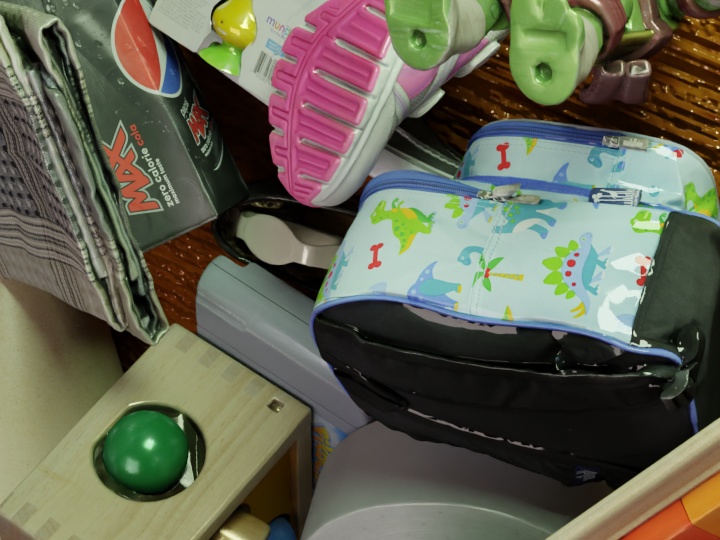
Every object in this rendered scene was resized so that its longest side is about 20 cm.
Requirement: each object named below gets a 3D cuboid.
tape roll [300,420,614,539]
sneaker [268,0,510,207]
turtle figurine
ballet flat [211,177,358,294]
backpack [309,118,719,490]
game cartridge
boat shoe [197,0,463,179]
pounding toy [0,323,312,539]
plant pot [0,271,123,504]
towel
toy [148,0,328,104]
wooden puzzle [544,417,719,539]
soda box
[{"bbox_3d":[0.065,0.165,1.332,0.199,0.066,0.201,10,139,9],"label":"tape roll"},{"bbox_3d":[0.029,-0.116,1.205,0.081,0.088,0.201,43,107,46],"label":"sneaker"},{"bbox_3d":[0.106,-0.159,1.096,0.144,0.194,0.200,47,130,9],"label":"turtle figurine"},{"bbox_3d":[0.000,0.000,1.338,0.199,0.068,0.068,17,102,29],"label":"ballet flat"},{"bbox_3d":[0.087,0.017,1.205,0.199,0.148,0.183,8,152,19],"label":"backpack"},{"bbox_3d":[-0.033,0.086,1.396,0.133,0.041,0.201,29,149,18],"label":"game cartridge"},{"bbox_3d":[-0.014,-0.101,1.302,0.200,0.069,0.057,35,102,15],"label":"boat shoe"},{"bbox_3d":[-0.104,0.154,1.347,0.142,0.184,0.201,31,149,20],"label":"pounding toy"},{"bbox_3d":[-0.219,0.085,1.500,0.186,0.187,0.201,9,106,33],"label":"plant pot"},{"bbox_3d":[-0.185,-0.060,1.317,0.200,0.034,0.194,19,131,56],"label":"towel"},{"bbox_3d":[-0.027,-0.193,1.256,0.115,0.047,0.201,35,106,34],"label":"toy"},{"bbox_3d":[0.190,0.130,1.180,0.200,0.185,0.037,-34,53,27],"label":"wooden puzzle"},{"bbox_3d":[-0.138,-0.111,1.321,0.070,0.063,0.201,-24,95,18],"label":"soda box"}]
